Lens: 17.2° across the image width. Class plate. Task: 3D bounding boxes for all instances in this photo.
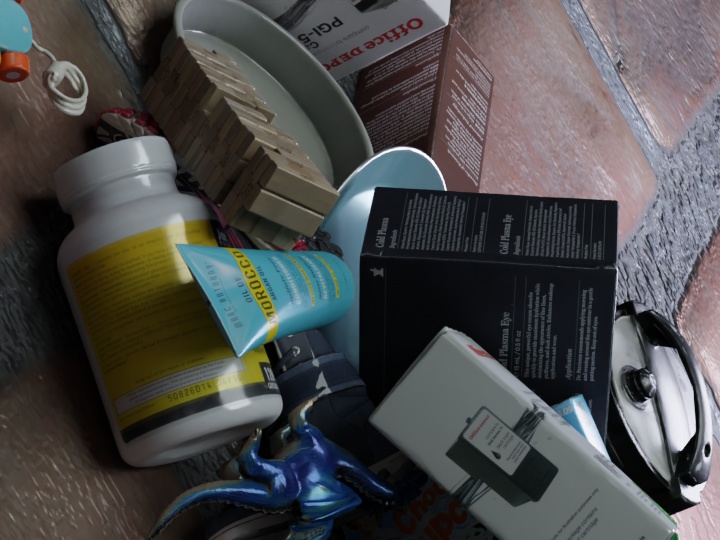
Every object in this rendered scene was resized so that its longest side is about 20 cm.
[{"bbox_3d":[0.000,0.000,1.785,0.200,0.026,0.200,-35,135,-43],"label":"plate"}]

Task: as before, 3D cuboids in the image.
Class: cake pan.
[{"bbox_3d":[-0.074,-0.126,1.797,0.200,0.037,0.200,37,26,-22],"label":"cake pan"}]

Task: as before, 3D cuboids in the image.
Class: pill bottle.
[{"bbox_3d":[-0.132,0.019,1.551,0.112,0.112,0.200,-3,71,-60],"label":"pill bottle"}]

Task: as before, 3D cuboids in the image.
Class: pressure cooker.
[{"bbox_3d":[0.190,0.129,1.918,0.176,0.200,0.179,57,28,-13],"label":"pressure cooker"}]

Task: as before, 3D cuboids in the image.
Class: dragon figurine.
[{"bbox_3d":[-0.039,0.147,1.533,0.099,0.059,0.200,51,41,10],"label":"dragon figurine"}]

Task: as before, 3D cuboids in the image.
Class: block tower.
[{"bbox_3d":[-0.085,-0.087,1.584,0.058,0.054,0.200,25,17,-35],"label":"block tower"}]

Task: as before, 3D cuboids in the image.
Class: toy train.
[{"bbox_3d":[-0.259,-0.111,1.506,0.150,0.056,0.200,60,31,-11],"label":"toy train"}]

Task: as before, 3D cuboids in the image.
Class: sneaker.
[{"bbox_3d":[-0.109,-0.041,1.647,0.200,0.075,0.081,41,14,11],"label":"sneaker"},{"bbox_3d":[-0.062,0.117,1.641,0.202,0.077,0.146,-20,72,-49],"label":"sneaker"}]

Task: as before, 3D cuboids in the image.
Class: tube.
[{"bbox_3d":[-0.060,0.015,1.511,0.077,0.050,0.200,56,17,9],"label":"tube"}]

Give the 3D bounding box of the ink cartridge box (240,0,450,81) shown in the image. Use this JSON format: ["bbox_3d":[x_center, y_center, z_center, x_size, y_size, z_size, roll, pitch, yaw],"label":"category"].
[{"bbox_3d":[-0.042,-0.249,1.881,0.200,0.147,0.083,40,38,-37],"label":"ink cartridge box"}]

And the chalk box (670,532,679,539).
[{"bbox_3d":[0.159,0.255,1.764,0.124,0.200,0.124,35,41,-45],"label":"chalk box"}]

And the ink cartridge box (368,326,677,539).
[{"bbox_3d":[0.111,0.135,1.591,0.200,0.083,0.147,42,3,10],"label":"ink cartridge box"}]

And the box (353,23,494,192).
[{"bbox_3d":[0.046,-0.104,1.966,0.075,0.100,0.200,49,32,-27],"label":"box"}]

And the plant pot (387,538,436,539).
[{"bbox_3d":[0.060,0.255,1.534,0.200,0.135,0.200,41,34,-37],"label":"plant pot"}]

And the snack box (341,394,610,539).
[{"bbox_3d":[0.090,0.179,1.705,0.116,0.200,0.037,67,20,5],"label":"snack box"}]

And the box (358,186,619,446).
[{"bbox_3d":[0.093,0.051,1.739,0.104,0.182,0.200,-80,172,-59],"label":"box"}]
